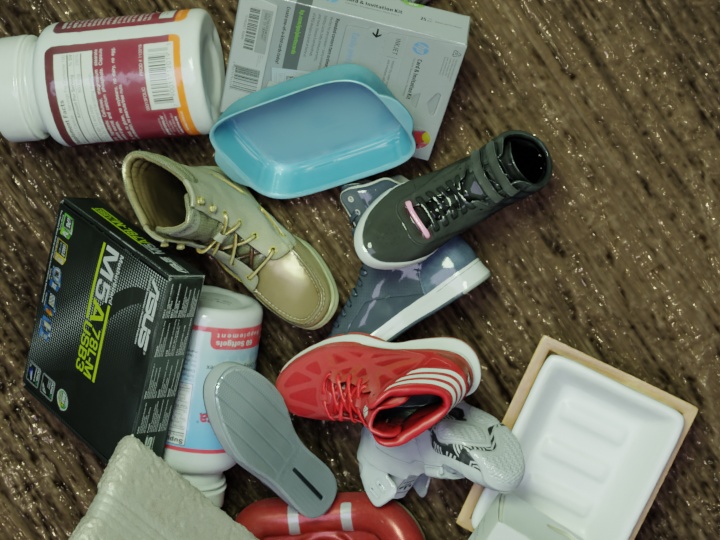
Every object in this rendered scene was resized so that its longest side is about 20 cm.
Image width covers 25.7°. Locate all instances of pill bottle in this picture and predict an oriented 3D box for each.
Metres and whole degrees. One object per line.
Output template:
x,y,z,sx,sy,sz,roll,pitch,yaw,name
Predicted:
-0.157,0.122,1.488,0.107,0.109,0.202,9,102,5,pill bottle
-0.231,-0.173,1.442,0.198,0.114,0.116,-4,100,8,pill bottle

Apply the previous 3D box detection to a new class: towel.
-0.167,0.253,1.394,0.034,0.133,0.200,-17,128,42,towel

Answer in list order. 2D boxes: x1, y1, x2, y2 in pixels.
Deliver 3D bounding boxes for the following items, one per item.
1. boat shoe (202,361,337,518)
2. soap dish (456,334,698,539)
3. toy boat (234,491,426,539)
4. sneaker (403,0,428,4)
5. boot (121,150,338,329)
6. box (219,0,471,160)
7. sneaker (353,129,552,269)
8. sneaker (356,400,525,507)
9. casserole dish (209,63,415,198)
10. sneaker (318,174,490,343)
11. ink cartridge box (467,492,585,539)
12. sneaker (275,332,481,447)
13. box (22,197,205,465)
-0.094,0.157,1.440,0.072,0.062,0.201,-51,129,-24,boat shoe
0.199,0.178,1.467,0.156,0.081,0.202,25,103,3,soap dish
-0.034,0.285,1.490,0.198,0.131,0.132,-6,100,8,toy boat
-0.024,-0.233,1.418,0.199,0.082,0.075,-30,95,17,sneaker
-0.117,-0.027,1.406,0.072,0.154,0.200,-48,69,12,boot
-0.016,-0.181,1.391,0.198,0.041,0.157,13,143,-3,box
0.085,-0.068,1.377,0.199,0.099,0.071,-27,85,-30,sneaker
0.068,0.176,1.456,0.199,0.075,0.116,34,118,42,sneaker
-0.041,-0.127,1.403,0.198,0.039,0.121,-16,137,30,casserole dish
0.001,-0.001,1.464,0.202,0.077,0.147,-35,91,15,sneaker
0.135,0.325,1.419,0.145,0.088,0.201,31,102,-1,ink cartridge box
-0.002,0.106,1.380,0.198,0.115,0.079,-12,101,25,sneaker
-0.232,0.059,1.456,0.193,0.047,0.202,34,115,44,box
